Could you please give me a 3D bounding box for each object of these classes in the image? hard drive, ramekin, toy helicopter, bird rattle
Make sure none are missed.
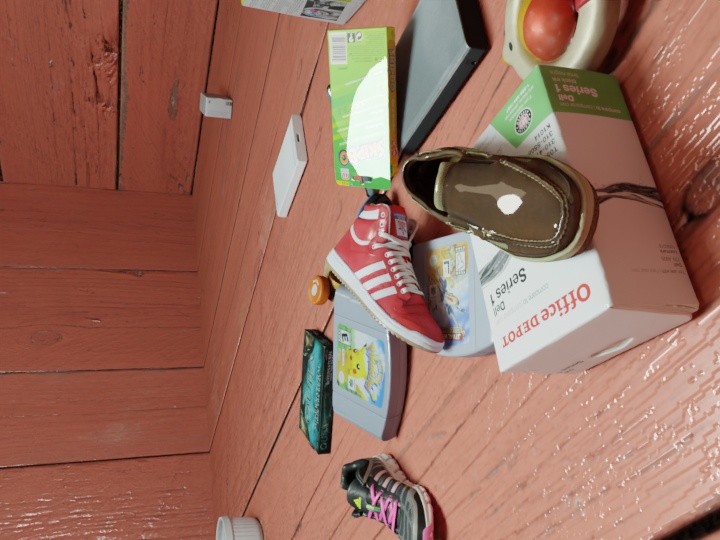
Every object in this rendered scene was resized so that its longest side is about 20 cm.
[{"bbox_3d":[-0.164,-0.237,1.456,0.201,0.026,0.134,121,145,-53],"label":"hard drive"},{"bbox_3d":[0.086,-0.262,0.793,0.200,0.032,0.143,128,138,-58],"label":"hard drive"},{"bbox_3d":[-0.322,0.760,1.693,0.199,0.103,0.205,-178,90,-68],"label":"ramekin"},{"bbox_3d":[0.000,0.000,0.977,0.199,0.078,0.135,10,90,58],"label":"toy helicopter"},{"bbox_3d":[0.175,-0.232,0.523,0.200,0.111,0.166,43,141,46],"label":"bird rattle"}]

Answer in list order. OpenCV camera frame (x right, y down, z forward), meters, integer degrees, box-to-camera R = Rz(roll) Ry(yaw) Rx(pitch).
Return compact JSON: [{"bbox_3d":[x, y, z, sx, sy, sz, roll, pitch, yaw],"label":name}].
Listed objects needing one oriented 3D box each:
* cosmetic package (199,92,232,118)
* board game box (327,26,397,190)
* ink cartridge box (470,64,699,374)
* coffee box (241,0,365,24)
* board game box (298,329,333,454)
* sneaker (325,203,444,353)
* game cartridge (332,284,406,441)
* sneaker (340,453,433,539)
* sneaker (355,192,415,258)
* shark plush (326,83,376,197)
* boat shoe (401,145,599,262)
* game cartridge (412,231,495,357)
[{"bbox_3d":[-0.546,-0.621,2.383,0.200,0.099,0.076,-131,46,-62],"label":"cosmetic package"},{"bbox_3d":[0.004,-0.212,0.840,0.094,0.030,0.205,11,111,34],"label":"board game box"},{"bbox_3d":[0.160,-0.034,0.511,0.146,0.082,0.204,127,140,-57],"label":"ink cartridge box"},{"bbox_3d":[-0.080,-0.546,1.019,0.199,0.193,0.205,-178,89,-69],"label":"coffee box"},{"bbox_3d":[-0.084,0.226,1.209,0.135,0.028,0.205,-159,72,-67],"label":"board game box"},{"bbox_3d":[0.046,-0.003,0.733,0.200,0.071,0.114,43,105,36],"label":"sneaker"},{"bbox_3d":[0.011,0.131,0.900,0.132,0.040,0.205,13,106,46],"label":"game cartridge"},{"bbox_3d":[0.028,0.304,0.829,0.199,0.086,0.076,-151,65,-66],"label":"sneaker"},{"bbox_3d":[0.040,-0.030,0.859,0.082,0.071,0.202,-28,40,24],"label":"sneaker"},{"bbox_3d":[0.004,-0.193,0.914,0.083,0.090,0.204,37,131,39],"label":"shark plush"},{"bbox_3d":[0.089,-0.054,0.478,0.202,0.073,0.077,-145,60,-65],"label":"boat shoe"},{"bbox_3d":[0.110,0.028,0.707,0.199,0.041,0.137,166,109,-68],"label":"game cartridge"}]
